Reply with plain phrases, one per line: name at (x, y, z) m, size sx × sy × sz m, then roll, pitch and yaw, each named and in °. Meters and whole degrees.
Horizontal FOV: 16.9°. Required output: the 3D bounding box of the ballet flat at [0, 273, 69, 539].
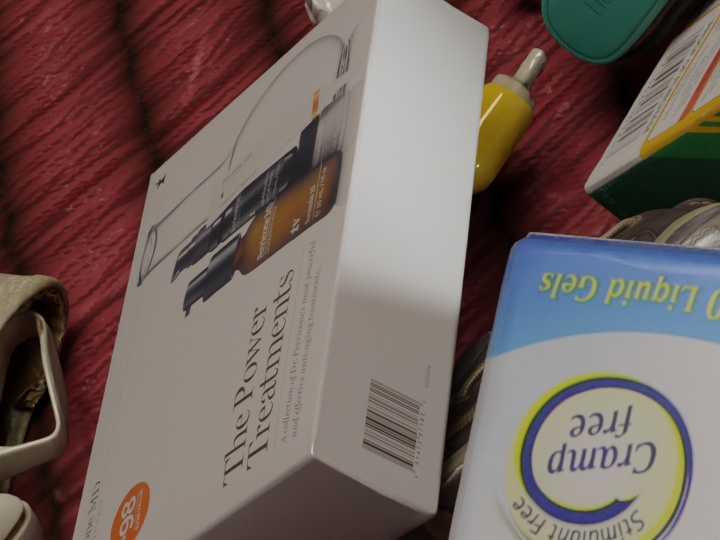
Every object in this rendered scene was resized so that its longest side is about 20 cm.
ballet flat at (-0.137, 0.074, 0.852) m, size 0.062 × 0.068 × 0.201 m, roll -6°, pitch 49°, yaw 8°

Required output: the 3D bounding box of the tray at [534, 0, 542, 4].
tray at (0.105, -0.209, 0.965) m, size 0.099 × 0.037 × 0.201 m, roll -48°, pitch 22°, yaw 51°

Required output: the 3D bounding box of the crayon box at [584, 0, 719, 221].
crayon box at (0.162, -0.086, 0.776) m, size 0.126 × 0.051 × 0.200 m, roll -57°, pitch 9°, yaw -25°

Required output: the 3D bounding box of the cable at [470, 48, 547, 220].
cable at (0.000, 0.000, 0.860) m, size 0.097 × 0.050 × 0.201 m, roll 0°, pitch 52°, yaw 32°

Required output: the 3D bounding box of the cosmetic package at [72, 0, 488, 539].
cosmetic package at (-0.028, 0.018, 0.806) m, size 0.151 × 0.051 × 0.201 m, roll -40°, pitch 32°, yaw 43°

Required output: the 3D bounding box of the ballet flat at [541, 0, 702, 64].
ballet flat at (0.127, -0.145, 0.823) m, size 0.068 × 0.068 × 0.200 m, roll -44°, pitch 1°, yaw -38°

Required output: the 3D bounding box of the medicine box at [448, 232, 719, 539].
medicine box at (0.118, 0.105, 0.631) m, size 0.181 × 0.103 × 0.201 m, roll 6°, pitch 76°, yaw 30°

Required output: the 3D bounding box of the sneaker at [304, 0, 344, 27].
sneaker at (0.007, -0.163, 0.988) m, size 0.080 × 0.077 × 0.201 m, roll -8°, pitch 49°, yaw 7°

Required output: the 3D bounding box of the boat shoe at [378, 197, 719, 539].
boat shoe at (0.060, 0.057, 0.779) m, size 0.200 × 0.075 × 0.073 m, roll -43°, pitch 21°, yaw -8°
